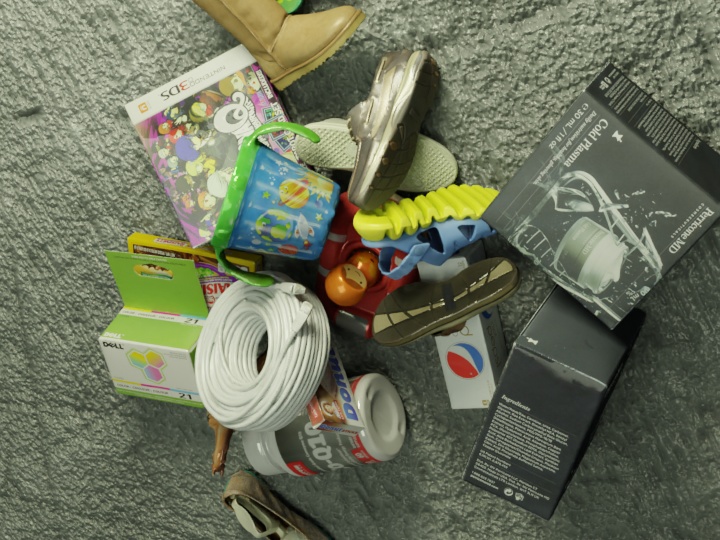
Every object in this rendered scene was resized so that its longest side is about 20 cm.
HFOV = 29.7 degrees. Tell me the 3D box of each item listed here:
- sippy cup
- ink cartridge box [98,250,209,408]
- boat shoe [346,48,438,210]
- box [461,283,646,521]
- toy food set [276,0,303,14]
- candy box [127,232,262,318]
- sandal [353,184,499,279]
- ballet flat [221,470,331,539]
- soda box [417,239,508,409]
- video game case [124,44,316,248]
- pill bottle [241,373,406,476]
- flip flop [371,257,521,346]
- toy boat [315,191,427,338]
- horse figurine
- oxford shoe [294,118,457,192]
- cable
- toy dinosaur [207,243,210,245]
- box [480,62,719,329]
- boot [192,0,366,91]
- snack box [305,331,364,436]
[{"bbox_3d":[-0.096,-0.075,1.602,0.130,0.140,0.178,17,146,-6],"label":"sippy cup"},{"bbox_3d":[-0.280,0.079,1.840,0.147,0.076,0.201,7,130,23],"label":"ink cartridge box"},{"bbox_3d":[0.025,-0.164,1.571,0.073,0.074,0.201,16,75,29],"label":"boat shoe"},{"bbox_3d":[0.226,0.145,1.574,0.117,0.197,0.201,24,121,14],"label":"box"},{"bbox_3d":[-0.110,-0.401,1.585,0.197,0.049,0.201,-25,100,33],"label":"toy food set"},{"bbox_3d":[-0.223,0.013,1.840,0.199,0.026,0.103,10,120,22],"label":"candy box"},{"bbox_3d":[0.089,-0.045,1.589,0.199,0.080,0.088,-11,118,-10],"label":"sandal"},{"bbox_3d":[-0.118,0.369,1.923,0.200,0.067,0.068,38,124,6],"label":"ballet flat"},{"bbox_3d":[0.131,0.068,1.667,0.068,0.064,0.201,-5,109,27],"label":"soda box"},{"bbox_3d":[-0.170,-0.155,1.681,0.180,0.036,0.201,-25,92,10],"label":"video game case"},{"bbox_3d":[-0.050,0.209,1.789,0.199,0.114,0.114,-16,104,31],"label":"pill bottle"},{"bbox_3d":[0.103,0.045,1.597,0.199,0.081,0.058,-23,136,20],"label":"flip flop"},{"bbox_3d":[0.000,0.000,1.661,0.130,0.131,0.201,20,120,17],"label":"toy boat"},{"bbox_3d":[-0.157,0.159,1.802,0.050,0.133,0.201,29,103,-14],"label":"horse figurine"},{"bbox_3d":[0.021,-0.143,1.635,0.199,0.058,0.076,11,106,5],"label":"oxford shoe"},{"bbox_3d":[-0.124,0.100,1.683,0.200,0.069,0.201,22,95,49],"label":"cable"},{"bbox_3d":[-0.159,-0.093,1.732,0.102,0.077,0.201,22,125,1],"label":"toy dinosaur"},{"bbox_3d":[0.276,-0.082,1.495,0.196,0.124,0.200,39,123,3],"label":"box"},{"bbox_3d":[-0.114,-0.314,1.564,0.200,0.066,0.175,46,134,-17],"label":"boot"},{"bbox_3d":[-0.055,0.116,1.709,0.024,0.072,0.201,-42,51,29],"label":"snack box"}]
